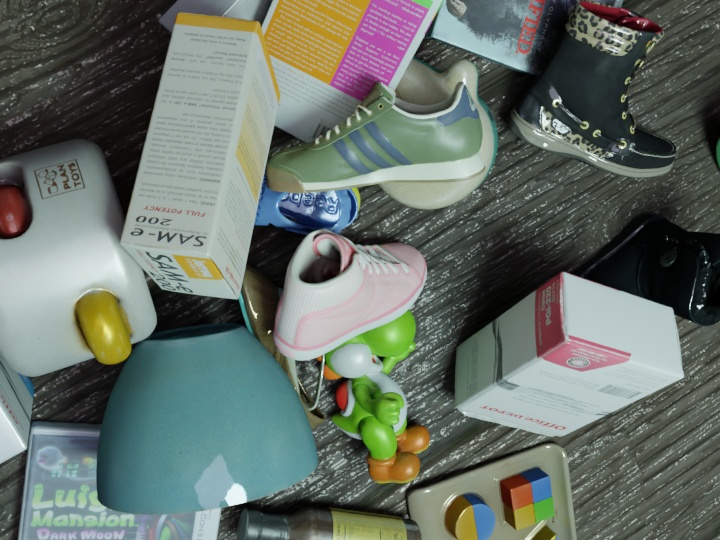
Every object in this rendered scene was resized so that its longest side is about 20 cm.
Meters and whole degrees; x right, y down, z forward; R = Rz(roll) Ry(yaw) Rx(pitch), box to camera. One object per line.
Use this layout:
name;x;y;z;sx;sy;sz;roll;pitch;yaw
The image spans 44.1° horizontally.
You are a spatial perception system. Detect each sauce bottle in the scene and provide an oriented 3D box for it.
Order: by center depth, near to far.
sauce bottle;-0.034;0.290;0.966;0.199;0.065;0.065;13;98;-18

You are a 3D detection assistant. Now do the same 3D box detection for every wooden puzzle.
wooden puzzle;0.164;0.316;1.042;0.199;0.046;0.186;-14;106;-14

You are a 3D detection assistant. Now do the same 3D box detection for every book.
book;-0.020;-0.205;0.796;0.133;0.048;0.200;27;124;-7

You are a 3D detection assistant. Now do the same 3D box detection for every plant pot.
plant pot;-0.144;0.122;0.808;0.199;0.200;0.135;-7;94;-16

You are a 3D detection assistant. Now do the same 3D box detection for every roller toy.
roller toy;-0.252;-0.014;0.761;0.139;0.200;0.183;-19;101;-13

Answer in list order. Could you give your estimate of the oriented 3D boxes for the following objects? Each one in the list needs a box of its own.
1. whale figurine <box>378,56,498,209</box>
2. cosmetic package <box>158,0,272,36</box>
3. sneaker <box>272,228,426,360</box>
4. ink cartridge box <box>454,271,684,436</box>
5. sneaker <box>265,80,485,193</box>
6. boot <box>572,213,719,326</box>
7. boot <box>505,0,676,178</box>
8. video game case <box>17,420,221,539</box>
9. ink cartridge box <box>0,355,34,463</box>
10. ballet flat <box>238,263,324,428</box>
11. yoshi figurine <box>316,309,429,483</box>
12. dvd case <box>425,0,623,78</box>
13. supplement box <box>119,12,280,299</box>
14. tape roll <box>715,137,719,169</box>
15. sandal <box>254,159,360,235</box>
whale figurine;0.054;-0.161;0.882;0.159;0.104;0.200;-34;90;31
cosmetic package;-0.088;-0.269;0.810;0.051;0.083;0.200;41;86;15
sneaker;0.000;0.000;0.856;0.200;0.075;0.105;-30;142;-38
ink cartridge box;0.209;0.095;0.926;0.145;0.200;0.085;17;55;-20
sneaker;0.010;-0.125;0.795;0.199;0.067;0.090;-4;114;3
boot;0.311;0.026;0.960;0.200;0.168;0.076;-46;111;-3
boot;0.268;-0.185;0.925;0.199;0.073;0.151;14;124;-13
video game case;-0.242;0.248;0.911;0.199;0.023;0.183;7;99;-19
ink cartridge box;-0.337;0.101;0.753;0.067;0.200;0.116;-28;109;-11
ballet flat;-0.074;0.079;0.899;0.072;0.068;0.201;-11;108;0
yoshi figurine;0.029;0.113;0.930;0.112;0.112;0.201;-28;107;-27
dvd case;0.179;-0.281;0.928;0.199;0.022;0.147;15;97;-21
supplement box;-0.126;-0.090;0.734;0.073;0.126;0.201;8;73;5
tape roll;0.485;-0.095;0.971;0.048;0.200;0.200;-44;111;-3
sandal;-0.087;-0.073;0.856;0.199;0.087;0.080;3;103;-16
